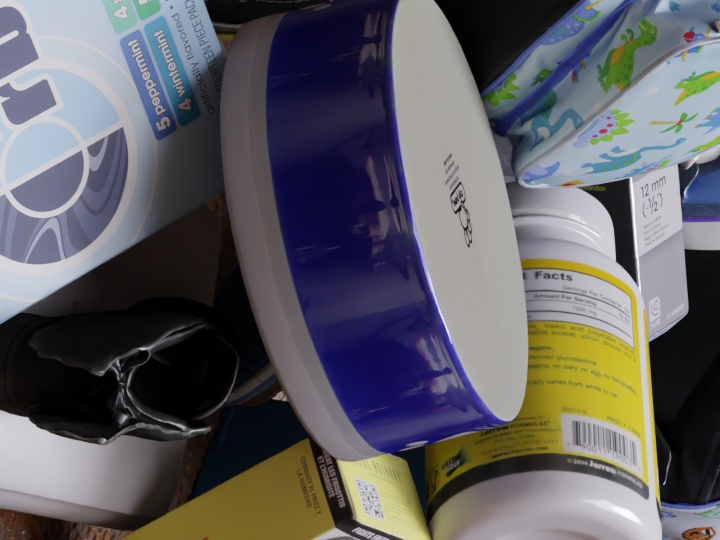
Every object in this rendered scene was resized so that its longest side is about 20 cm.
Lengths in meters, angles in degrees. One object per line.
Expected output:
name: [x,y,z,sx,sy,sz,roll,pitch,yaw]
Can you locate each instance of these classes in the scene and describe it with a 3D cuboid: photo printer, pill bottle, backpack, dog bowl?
photo printer: [-0.152,0.025,1.206,0.200,0.069,0.168,21,77,-55]
pill bottle: [0.086,0.059,1.289,0.113,0.112,0.201,53,29,-45]
backpack: [0.139,-0.132,1.281,0.199,0.183,0.148,-16,73,-38]
dog bowl: [0.010,-0.021,1.169,0.200,0.078,0.202,-13,90,-74]
backpack: [0.201,0.079,1.652,0.191,0.199,0.155,-57,151,-29]

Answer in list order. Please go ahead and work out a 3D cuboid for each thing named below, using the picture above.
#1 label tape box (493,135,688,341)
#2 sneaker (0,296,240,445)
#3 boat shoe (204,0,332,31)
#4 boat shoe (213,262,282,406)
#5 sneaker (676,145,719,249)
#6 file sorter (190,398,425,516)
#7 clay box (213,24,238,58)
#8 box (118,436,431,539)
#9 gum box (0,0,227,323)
label tape box: [0.105,-0.066,1.506,0.066,0.142,0.202,-31,120,-50]
sneaker: [-0.088,0.046,1.148,0.199,0.104,0.061,0,95,-55]
boat shoe: [-0.076,-0.154,1.197,0.199,0.060,0.076,3,82,-38]
boat shoe: [0.000,0.000,1.363,0.200,0.072,0.072,-47,138,6]
sneaker: [0.166,-0.103,1.541,0.080,0.199,0.148,-25,123,-41]
file sorter: [-0.019,0.187,1.371,0.123,0.138,0.201,48,56,-52]
clay box: [-0.074,-0.132,1.269,0.200,0.047,0.115,40,61,-30]
box: [-0.070,0.144,1.238,0.075,0.199,0.050,28,39,-55]
gum box: [-0.153,-0.075,1.095,0.199,0.044,0.171,-33,115,-27]
